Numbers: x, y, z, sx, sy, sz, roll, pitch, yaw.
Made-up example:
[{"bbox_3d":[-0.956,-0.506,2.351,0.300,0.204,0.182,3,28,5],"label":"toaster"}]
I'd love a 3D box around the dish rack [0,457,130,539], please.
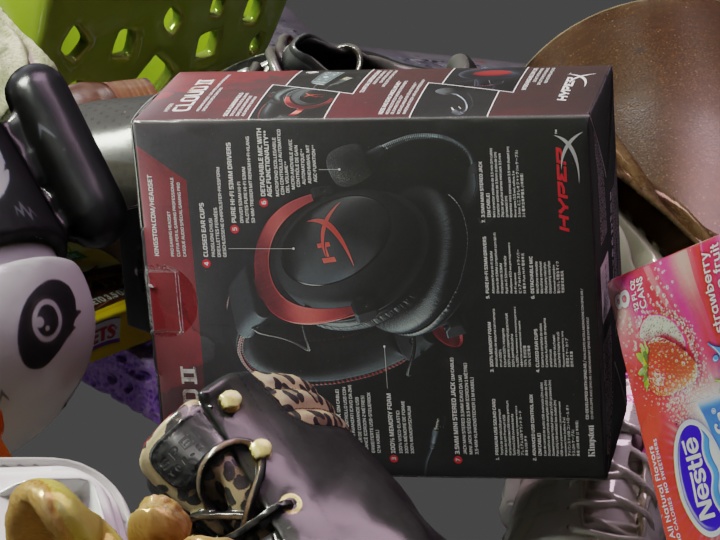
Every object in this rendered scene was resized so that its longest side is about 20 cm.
[{"bbox_3d":[-0.140,0.124,0.851,0.199,0.044,0.172,2,51,-31],"label":"dish rack"}]

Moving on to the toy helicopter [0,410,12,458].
[{"bbox_3d":[-0.141,0.083,0.985,0.199,0.132,0.079,23,43,-23],"label":"toy helicopter"}]

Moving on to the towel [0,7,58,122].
[{"bbox_3d":[-0.238,-0.065,1.159,0.148,0.200,0.036,41,-20,3],"label":"towel"}]

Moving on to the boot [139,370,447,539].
[{"bbox_3d":[-0.022,0.109,0.969,0.151,0.073,0.200,45,27,21],"label":"boot"}]

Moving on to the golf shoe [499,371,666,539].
[{"bbox_3d":[0.094,0.092,1.136,0.075,0.092,0.200,14,19,-5],"label":"golf shoe"}]

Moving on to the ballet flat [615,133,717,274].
[{"bbox_3d":[0.129,0.002,1.210,0.200,0.068,0.072,46,21,-11],"label":"ballet flat"}]

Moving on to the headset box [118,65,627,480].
[{"bbox_3d":[0.000,0.000,1.094,0.199,0.149,0.075,-1,19,12],"label":"headset box"}]

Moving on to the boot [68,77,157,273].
[{"bbox_3d":[-0.167,-0.014,1.201,0.199,0.064,0.187,-8,34,-18],"label":"boot"}]

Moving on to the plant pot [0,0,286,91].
[{"bbox_3d":[-0.172,-0.123,1.453,0.199,0.182,0.200,24,22,34],"label":"plant pot"}]

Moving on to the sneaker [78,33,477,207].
[{"bbox_3d":[-0.039,-0.068,1.156,0.199,0.082,0.077,-1,42,4],"label":"sneaker"}]

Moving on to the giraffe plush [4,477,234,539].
[{"bbox_3d":[-0.051,0.150,0.709,0.172,0.163,0.200,11,32,-6],"label":"giraffe plush"}]

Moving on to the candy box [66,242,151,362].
[{"bbox_3d":[-0.182,0.025,1.211,0.102,0.027,0.200,24,32,38],"label":"candy box"}]

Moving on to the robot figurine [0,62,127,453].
[{"bbox_3d":[-0.184,-0.017,1.065,0.200,0.150,0.125,59,21,14],"label":"robot figurine"}]

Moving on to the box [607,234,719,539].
[{"bbox_3d":[0.176,0.082,1.026,0.095,0.201,0.100,-3,-14,-40],"label":"box"}]

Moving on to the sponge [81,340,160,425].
[{"bbox_3d":[-0.093,0.028,1.300,0.200,0.030,0.111,27,24,37],"label":"sponge"}]

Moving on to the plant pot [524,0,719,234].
[{"bbox_3d":[0.161,-0.005,1.369,0.186,0.187,0.200,10,33,-7],"label":"plant pot"}]
